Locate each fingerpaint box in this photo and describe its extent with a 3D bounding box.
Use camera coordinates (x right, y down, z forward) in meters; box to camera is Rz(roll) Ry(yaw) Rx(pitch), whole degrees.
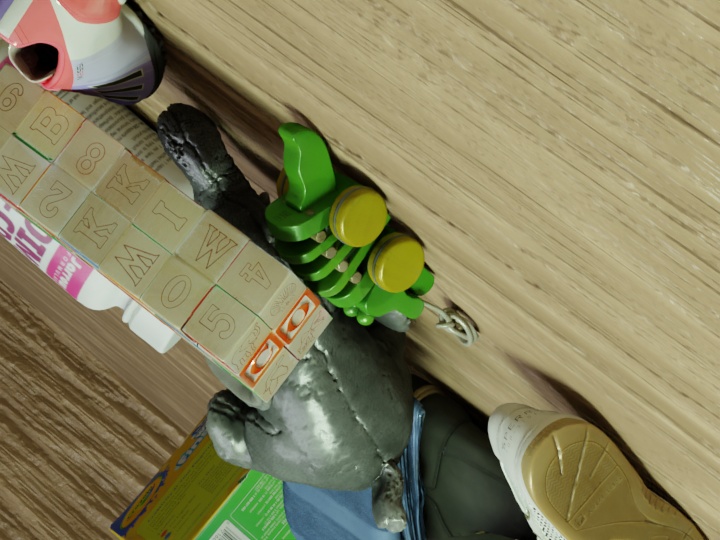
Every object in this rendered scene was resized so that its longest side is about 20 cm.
[{"bbox_3d":[-0.073,0.146,1.805,0.073,0.200,0.167,43,170,-18],"label":"fingerpaint box"}]

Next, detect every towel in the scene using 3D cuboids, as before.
[{"bbox_3d":[-0.006,0.129,1.582,0.111,0.049,0.201,32,150,29],"label":"towel"}]

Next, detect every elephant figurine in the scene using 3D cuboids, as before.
[{"bbox_3d":[-0.043,0.025,1.408,0.154,0.142,0.201,6,139,20],"label":"elephant figurine"}]

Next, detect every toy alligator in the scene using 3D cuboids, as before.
[{"bbox_3d":[0.000,0.000,1.295,0.059,0.054,0.200,32,167,45],"label":"toy alligator"}]

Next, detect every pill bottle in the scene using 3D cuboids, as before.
[{"bbox_3d":[-0.169,-0.048,1.570,0.200,0.113,0.113,40,171,3],"label":"pill bottle"}]

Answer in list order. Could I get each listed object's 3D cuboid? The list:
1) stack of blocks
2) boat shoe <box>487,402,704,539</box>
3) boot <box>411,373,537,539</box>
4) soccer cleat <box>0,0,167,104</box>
[{"bbox_3d":[-0.112,-0.016,1.310,0.200,0.059,0.115,36,175,21],"label":"stack of blocks"},{"bbox_3d":[0.133,0.138,1.374,0.069,0.071,0.200,35,163,52],"label":"boat shoe"},{"bbox_3d":[0.092,0.160,1.619,0.138,0.078,0.200,28,166,35],"label":"boot"},{"bbox_3d":[-0.149,-0.120,1.285,0.068,0.073,0.200,39,170,9],"label":"soccer cleat"}]
